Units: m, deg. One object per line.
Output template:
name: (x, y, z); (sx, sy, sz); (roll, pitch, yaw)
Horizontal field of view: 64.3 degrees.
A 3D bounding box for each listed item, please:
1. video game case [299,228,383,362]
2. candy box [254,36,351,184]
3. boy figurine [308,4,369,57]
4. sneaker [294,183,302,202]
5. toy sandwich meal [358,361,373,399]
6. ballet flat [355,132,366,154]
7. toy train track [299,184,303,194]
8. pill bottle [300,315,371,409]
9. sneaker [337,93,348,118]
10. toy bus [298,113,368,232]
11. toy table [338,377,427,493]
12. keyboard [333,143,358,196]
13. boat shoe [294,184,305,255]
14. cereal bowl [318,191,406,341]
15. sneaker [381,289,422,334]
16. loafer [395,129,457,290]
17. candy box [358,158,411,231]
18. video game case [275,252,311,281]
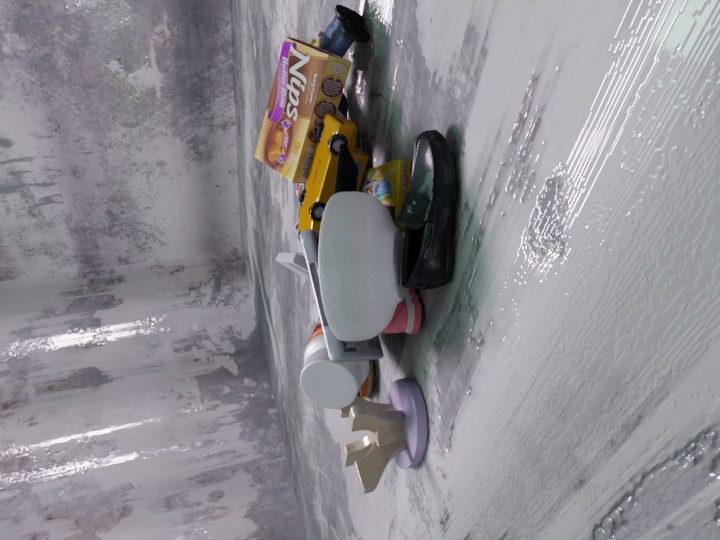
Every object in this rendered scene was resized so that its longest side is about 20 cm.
video game case: (-0.023, 0.044, 0.860); (0.200, 0.022, 0.185); (21, -127, -70)
candy box: (-0.096, -0.256, 0.926); (0.116, 0.056, 0.203); (36, 117, 36)
boy figurine: (-0.065, -0.341, 0.975); (0.200, 0.064, 0.126); (-46, 52, 41)
sneaker: (-0.099, -0.212, 1.252); (0.095, 0.078, 0.204); (-144, 48, -65)
toy sandwich meal: (-0.027, 0.187, 1.206); (0.205, 0.069, 0.209); (172, 90, -74)
ballet flat: (-0.023, -0.142, 1.030); (0.068, 0.074, 0.204); (-134, 39, -66)
toy train track: (-0.076, -0.213, 1.145); (0.032, 0.115, 0.202); (32, 149, 21)
pill bottle: (-0.032, 0.131, 0.974); (0.201, 0.112, 0.116); (-70, -17, -60)
sneaker: (-0.048, -0.253, 1.015); (0.108, 0.069, 0.203); (-21, 45, 57)
toy bus: (-0.044, -0.137, 0.908); (0.065, 0.077, 0.203); (50, 127, 52)
toy table: (0.032, 0.269, 0.969); (0.185, 0.115, 0.203); (-118, 25, -49)
keyboard: (-0.023, -0.069, 0.823); (0.127, 0.020, 0.204); (57, -144, -61)
boat shoe: (-0.088, -0.112, 1.067); (0.204, 0.073, 0.065); (-82, -28, -42)
cereal bowl: (0.014, -0.007, 0.764); (0.200, 0.082, 0.204); (-3, -90, -74)
sneaker: (0.031, 0.008, 0.897); (0.074, 0.085, 0.203); (107, 151, -54)
loafer: (0.080, -0.071, 0.722); (0.068, 0.069, 0.204); (-140, 45, -62)
candy box: (0.015, -0.107, 0.906); (0.199, 0.026, 0.104); (-3, 83, 60)
video game case: (-0.072, 0.017, 1.130); (0.024, 0.180, 0.200); (-61, 16, -6)
